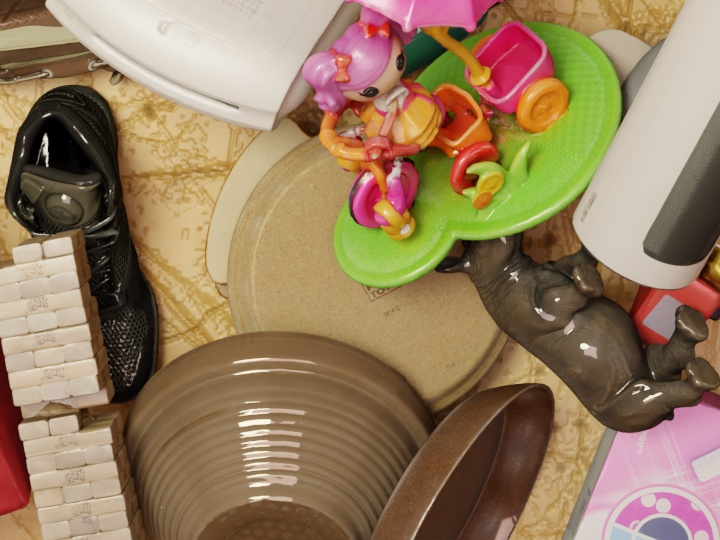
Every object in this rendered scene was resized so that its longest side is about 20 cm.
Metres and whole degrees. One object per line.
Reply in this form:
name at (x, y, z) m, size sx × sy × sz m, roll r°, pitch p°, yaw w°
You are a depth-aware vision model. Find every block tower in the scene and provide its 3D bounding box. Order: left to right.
block tower at (-0.171, 0.081, 1.318) m, size 0.054 × 0.058 × 0.202 m, roll -10°, pitch 96°, yaw 3°

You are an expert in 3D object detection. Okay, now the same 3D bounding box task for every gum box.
gum box at (0.186, 0.173, 1.404) m, size 0.113 × 0.066 × 0.201 m, roll 22°, pitch 97°, yaw 1°

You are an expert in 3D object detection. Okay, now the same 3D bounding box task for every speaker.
speaker at (0.190, -0.090, 1.220) m, size 0.081 × 0.081 × 0.201 m, roll 25°, pitch 123°, yaw 0°

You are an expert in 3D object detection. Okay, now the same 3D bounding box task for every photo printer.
photo printer at (-0.077, -0.179, 1.319) m, size 0.166 × 0.070 × 0.201 m, roll 28°, pitch 54°, yaw 2°

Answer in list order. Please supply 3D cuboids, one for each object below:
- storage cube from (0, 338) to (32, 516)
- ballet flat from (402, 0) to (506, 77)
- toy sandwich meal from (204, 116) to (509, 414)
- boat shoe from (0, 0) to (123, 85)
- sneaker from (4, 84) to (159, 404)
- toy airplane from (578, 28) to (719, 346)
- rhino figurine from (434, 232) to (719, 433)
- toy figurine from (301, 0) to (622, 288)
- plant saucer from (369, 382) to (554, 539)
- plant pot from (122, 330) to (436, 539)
storage cube at (-0.299, 0.055, 1.343) m, size 0.170 × 0.200 × 0.181 m, roll -20°, pitch 110°, yaw 4°
ballet flat at (0.070, -0.185, 1.378) m, size 0.199 × 0.067 × 0.067 m, roll -30°, pitch 73°, yaw 3°
toy sandwich meal at (0.000, 0.000, 1.397) m, size 0.203 × 0.070 × 0.207 m, roll -1°, pitch 94°, yaw -9°
boat shoe at (-0.151, -0.155, 1.390) m, size 0.201 × 0.075 × 0.075 m, roll -7°, pitch 138°, yaw -7°
sneaker at (-0.173, -0.010, 1.378) m, size 0.076 × 0.114 × 0.201 m, roll -6°, pitch 98°, yaw 5°
toy airplane at (0.240, -0.060, 1.339) m, size 0.198 × 0.141 × 0.201 m, roll -11°, pitch 95°, yaw 4°
rhino figurine at (0.117, 0.019, 1.330) m, size 0.200 × 0.060 × 0.088 m, roll 41°, pitch 132°, yaw 3°
toy figurine at (0.027, -0.110, 1.255) m, size 0.200 × 0.184 × 0.150 m, roll -42°, pitch 49°, yaw -1°
plant saucer at (0.051, 0.150, 1.353) m, size 0.034 × 0.200 × 0.201 m, roll 27°, pitch 97°, yaw 19°
plant pot at (-0.049, 0.142, 1.356) m, size 0.199 × 0.093 × 0.202 m, roll 0°, pitch 129°, yaw 0°
